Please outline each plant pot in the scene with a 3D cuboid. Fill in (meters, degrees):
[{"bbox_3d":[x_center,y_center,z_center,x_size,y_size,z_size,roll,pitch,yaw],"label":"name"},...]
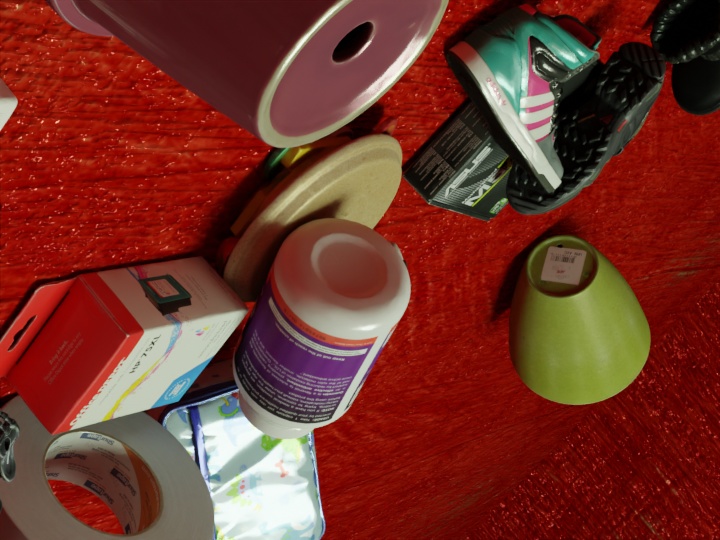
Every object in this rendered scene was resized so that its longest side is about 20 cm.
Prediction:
[{"bbox_3d":[0.267,0.044,2.134,0.187,0.187,0.200,-39,148,-10],"label":"plant pot"},{"bbox_3d":[-0.058,-0.169,0.862,0.200,0.179,0.200,-37,162,-14],"label":"plant pot"}]

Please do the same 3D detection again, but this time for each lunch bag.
[{"bbox_3d":[-0.122,0.187,1.556,0.161,0.082,0.200,-12,111,-24],"label":"lunch bag"}]

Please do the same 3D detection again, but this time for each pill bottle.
[{"bbox_3d":[-0.040,0.055,1.388,0.112,0.112,0.200,-28,158,-38],"label":"pill bottle"}]

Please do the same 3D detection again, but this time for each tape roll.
[{"bbox_3d":[-0.218,0.188,1.331,0.200,0.200,0.066,-18,152,-53],"label":"tape roll"}]

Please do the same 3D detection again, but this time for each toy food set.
[{"bbox_3d":[-0.040,-0.050,1.408,0.198,0.049,0.200,-51,160,26],"label":"toy food set"}]

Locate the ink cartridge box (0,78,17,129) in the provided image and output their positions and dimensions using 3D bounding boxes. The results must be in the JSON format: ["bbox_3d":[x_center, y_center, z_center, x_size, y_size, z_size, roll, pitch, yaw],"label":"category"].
[{"bbox_3d":[-0.278,-0.067,0.717,0.129,0.125,0.200,-50,162,25],"label":"ink cartridge box"}]

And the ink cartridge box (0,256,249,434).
[{"bbox_3d":[-0.192,0.058,1.302,0.116,0.067,0.200,-51,160,26],"label":"ink cartridge box"}]

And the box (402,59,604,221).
[{"bbox_3d":[0.150,-0.139,1.612,0.200,0.048,0.193,-47,164,12],"label":"box"}]

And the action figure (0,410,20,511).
[{"bbox_3d":[-0.327,0.127,1.121,0.200,0.102,0.119,-9,-147,28],"label":"action figure"}]

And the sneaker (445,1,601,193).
[{"bbox_3d":[0.162,-0.163,1.466,0.121,0.084,0.200,-40,139,-2],"label":"sneaker"}]

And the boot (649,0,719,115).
[{"bbox_3d":[0.360,-0.236,1.773,0.158,0.079,0.211,-34,152,-45],"label":"boot"}]

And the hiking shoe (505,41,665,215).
[{"bbox_3d":[0.224,-0.123,1.611,0.200,0.076,0.101,-46,158,2],"label":"hiking shoe"}]

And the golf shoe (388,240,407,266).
[{"bbox_3d":[0.000,0.000,1.574,0.095,0.078,0.200,-51,180,-12],"label":"golf shoe"}]
